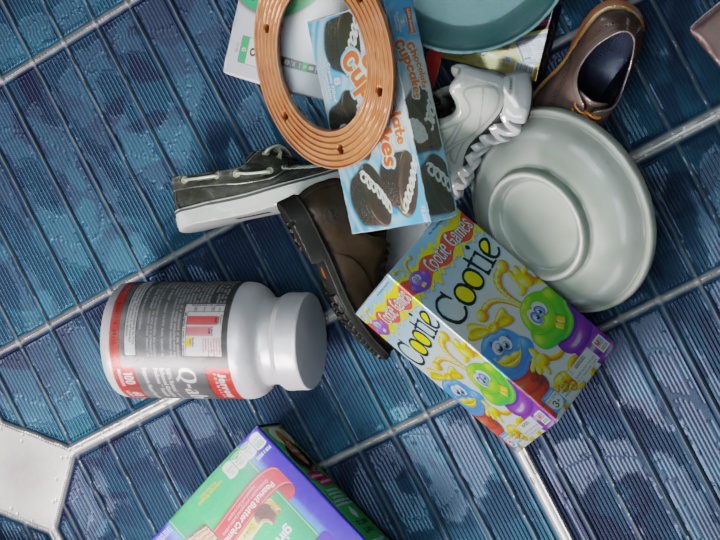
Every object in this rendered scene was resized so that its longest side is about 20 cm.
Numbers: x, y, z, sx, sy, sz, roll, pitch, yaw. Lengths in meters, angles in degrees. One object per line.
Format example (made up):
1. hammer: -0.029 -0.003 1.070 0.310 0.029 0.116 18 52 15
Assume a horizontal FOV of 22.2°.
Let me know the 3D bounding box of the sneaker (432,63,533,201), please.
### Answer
1. sneaker: 0.079 -0.123 1.682 0.081 0.075 0.200 14 142 -20

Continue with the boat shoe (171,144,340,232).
1. boat shoe: -0.090 -0.088 1.777 0.200 0.071 0.064 -12 84 13

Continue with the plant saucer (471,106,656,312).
1. plant saucer: 0.172 -0.047 1.668 0.200 0.050 0.200 22 126 33

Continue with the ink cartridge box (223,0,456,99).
1. ink cartridge box: -0.019 -0.235 1.711 0.200 0.050 0.161 19 103 22

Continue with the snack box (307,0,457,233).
1. snack box: 0.018 -0.138 1.651 0.116 0.037 0.200 -7 96 52

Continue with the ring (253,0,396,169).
1. ring: -0.030 -0.191 1.649 0.200 0.019 0.201 22 119 46

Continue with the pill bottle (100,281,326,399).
1. pill bottle: -0.142 0.068 1.793 0.200 0.116 0.116 0 98 18

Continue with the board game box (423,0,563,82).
1. board game box: 0.089 -0.264 1.716 0.200 0.035 0.136 17 102 15

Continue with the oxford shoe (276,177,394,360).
1. oxford shoe: 0.000 0.000 1.742 0.084 0.073 0.200 -31 122 -9

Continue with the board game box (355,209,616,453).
1. board game box: 0.114 0.053 1.685 0.200 0.103 0.105 40 63 1

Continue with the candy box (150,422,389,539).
1. candy box: -0.079 0.279 1.809 0.200 0.077 0.169 45 101 11

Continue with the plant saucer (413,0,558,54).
1. plant saucer: 0.094 -0.295 1.658 0.200 0.036 0.200 0 96 5

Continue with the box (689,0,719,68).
1. box: 0.412 -0.183 1.556 0.164 0.166 0.200 -40 85 19

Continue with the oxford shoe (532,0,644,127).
1. oxford shoe: 0.193 -0.149 1.666 0.071 0.073 0.200 21 115 -6
